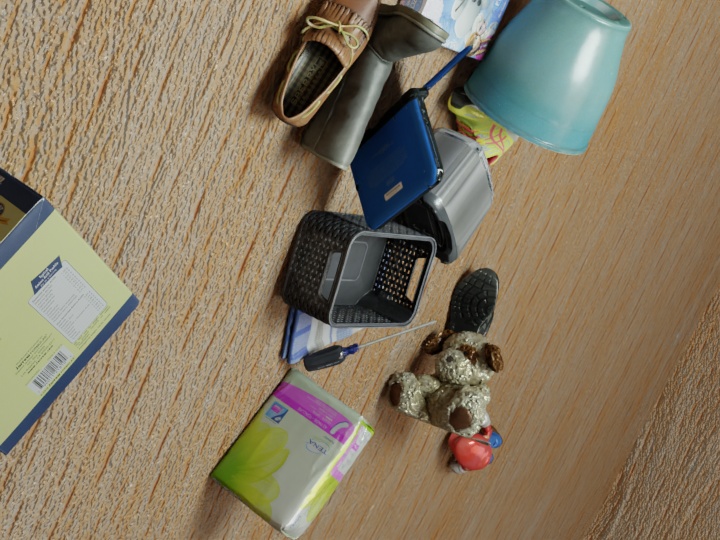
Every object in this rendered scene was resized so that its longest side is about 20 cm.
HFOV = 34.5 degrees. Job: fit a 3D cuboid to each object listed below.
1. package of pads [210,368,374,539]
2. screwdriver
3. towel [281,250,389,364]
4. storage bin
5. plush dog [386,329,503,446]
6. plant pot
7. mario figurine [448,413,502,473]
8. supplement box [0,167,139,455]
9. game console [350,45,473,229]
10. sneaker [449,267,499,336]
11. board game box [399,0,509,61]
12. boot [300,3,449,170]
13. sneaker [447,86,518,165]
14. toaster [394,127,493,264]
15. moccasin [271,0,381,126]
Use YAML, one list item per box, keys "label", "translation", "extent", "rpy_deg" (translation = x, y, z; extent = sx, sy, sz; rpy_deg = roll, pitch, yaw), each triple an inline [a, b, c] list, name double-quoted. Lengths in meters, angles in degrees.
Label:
- label: "package of pads"
  translation: [-0.093, 0.263, 1.656]
  extent: [0.200, 0.154, 0.068]
  rpy_deg: [-53, 150, -10]
- label: "screwdriver"
  translation: [0.012, 0.100, 1.643]
  extent: [0.199, 0.028, 0.029]
  rpy_deg: [-23, 120, 9]
- label: "towel"
  translation: [-0.032, 0.047, 1.686]
  extent: [0.200, 0.024, 0.147]
  rpy_deg: [-22, 133, -46]
- label: "storage bin"
  translation: [0.000, 0.000, 1.595]
  extent: [0.200, 0.094, 0.136]
  rpy_deg: [3, 107, -52]
- label: "plush dog"
  translation: [0.169, 0.185, 1.941]
  extent: [0.160, 0.200, 0.172]
  rpy_deg: [27, 81, -46]
- label: "plant pot"
  translation: [0.275, -0.296, 1.630]
  extent: [0.200, 0.200, 0.188]
  rpy_deg: [-13, 137, -52]
- label: "mario figurine"
  translation: [0.217, 0.339, 2.301]
  extent: [0.200, 0.106, 0.124]
  rpy_deg: [25, 60, -70]
- label: "supplement box"
  translation: [-0.350, 0.026, 1.073]
  extent: [0.200, 0.134, 0.200]
  rpy_deg: [-51, 149, -14]
- label: "game console"
  translation: [0.075, -0.166, 1.476]
  extent: [0.118, 0.171, 0.200]
  rpy_deg: [-10, 167, -27]
- label: "sneaker"
  translation: [0.200, 0.071, 2.029]
  extent: [0.088, 0.076, 0.200]
  rpy_deg: [-42, 153, -54]
- label: "board game box"
  translation: [0.144, -0.392, 1.532]
  extent: [0.199, 0.043, 0.200]
  rpy_deg: [2, 115, -56]
- label: "boot"
  translation: [0.011, -0.216, 1.384]
  extent: [0.072, 0.182, 0.200]
  rpy_deg: [30, 90, -26]
- label: "sneaker"
  translation: [0.177, -0.205, 1.721]
  extent: [0.090, 0.078, 0.200]
  rpy_deg: [-55, 149, 8]
- label: "toaster"
  translation: [0.116, -0.115, 1.676]
  extent: [0.129, 0.113, 0.200]
  rpy_deg: [-51, 148, -20]
- label: "moccasin"
  translation: [-0.039, -0.260, 1.339]
  extent: [0.202, 0.074, 0.078]
  rpy_deg: [-53, -172, 3]
